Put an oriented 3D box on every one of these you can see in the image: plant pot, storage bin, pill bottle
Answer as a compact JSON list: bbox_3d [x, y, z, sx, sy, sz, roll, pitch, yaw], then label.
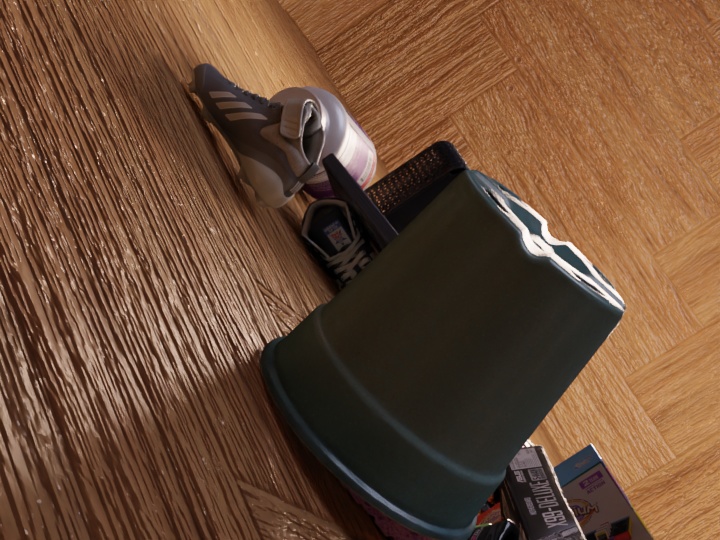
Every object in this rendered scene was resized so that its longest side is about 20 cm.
[{"bbox_3d":[0.068,0.049,0.827,0.200,0.196,0.200,38,15,-12],"label":"plant pot"},{"bbox_3d":[0.084,-0.070,1.673,0.135,0.199,0.094,52,7,-33],"label":"storage bin"},{"bbox_3d":[-0.055,-0.160,1.479,0.113,0.112,0.200,59,7,19],"label":"pill bottle"}]

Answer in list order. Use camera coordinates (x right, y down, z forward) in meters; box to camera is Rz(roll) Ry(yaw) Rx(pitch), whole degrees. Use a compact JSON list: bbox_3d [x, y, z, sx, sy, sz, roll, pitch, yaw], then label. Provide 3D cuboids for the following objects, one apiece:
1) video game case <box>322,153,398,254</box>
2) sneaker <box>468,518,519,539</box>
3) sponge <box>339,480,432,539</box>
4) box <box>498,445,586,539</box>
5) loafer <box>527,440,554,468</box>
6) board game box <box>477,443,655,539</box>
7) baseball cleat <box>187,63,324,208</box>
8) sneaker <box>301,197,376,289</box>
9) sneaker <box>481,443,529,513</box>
[{"bbox_3d":[0.015,-0.046,1.360,0.143,0.019,0.200,52,-4,15],"label":"video game case"},{"bbox_3d":[0.129,0.275,0.902,0.077,0.084,0.201,47,12,-53],"label":"sneaker"},{"bbox_3d":[0.011,0.138,0.932,0.112,0.030,0.200,53,8,-26],"label":"sponge"},{"bbox_3d":[0.169,0.275,1.072,0.200,0.049,0.159,-102,-175,-71],"label":"box"},{"bbox_3d":[0.172,0.225,1.531,0.200,0.068,0.076,41,-11,47],"label":"loafer"},{"bbox_3d":[0.229,0.300,1.212,0.200,0.153,0.040,55,5,-16],"label":"board game box"},{"bbox_3d":[-0.096,-0.151,1.171,0.200,0.106,0.070,58,12,29],"label":"baseball cleat"},{"bbox_3d":[0.000,0.000,1.302,0.200,0.070,0.109,54,-1,38],"label":"sneaker"},{"bbox_3d":[0.168,0.237,1.381,0.112,0.077,0.200,51,9,-49],"label":"sneaker"}]
